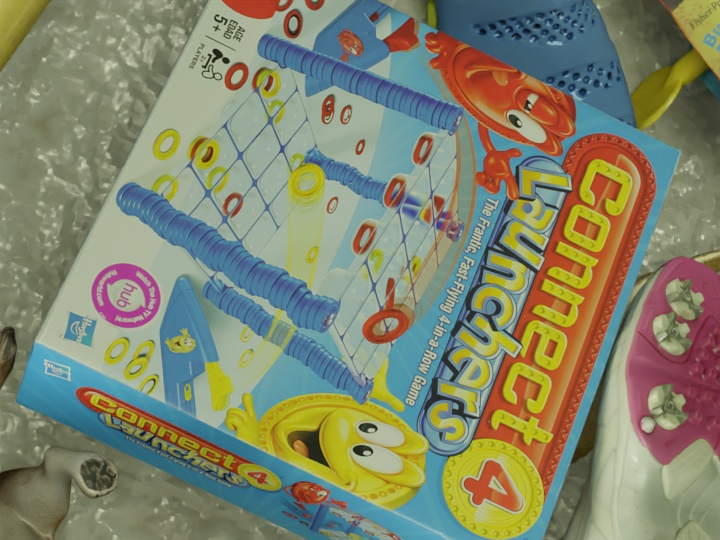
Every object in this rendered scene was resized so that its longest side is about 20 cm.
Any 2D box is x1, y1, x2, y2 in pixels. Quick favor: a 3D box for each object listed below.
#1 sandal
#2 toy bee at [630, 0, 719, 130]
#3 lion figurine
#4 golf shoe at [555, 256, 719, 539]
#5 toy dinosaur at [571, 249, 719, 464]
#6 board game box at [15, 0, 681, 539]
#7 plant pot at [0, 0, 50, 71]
[{"bbox_3d":[0.065,-0.115,0.948,0.079,0.087,0.201,-25,94,-19],"label":"sandal"},{"bbox_3d":[0.178,-0.092,0.957,0.199,0.109,0.132,31,115,9],"label":"toy bee"},{"bbox_3d":[-0.122,0.133,0.872,0.072,0.123,0.201,-8,72,-24],"label":"lion figurine"},{"bbox_3d":[0.103,0.088,0.857,0.075,0.091,0.201,28,54,-25],"label":"golf shoe"},{"bbox_3d":[0.082,0.031,0.966,0.200,0.058,0.101,-45,113,-9],"label":"toy dinosaur"},{"bbox_3d":[0.000,0.000,0.868,0.195,0.056,0.201,25,61,-3],"label":"board game box"},{"bbox_3d":[-0.221,-0.098,0.814,0.193,0.195,0.201,31,86,-12],"label":"plant pot"}]
